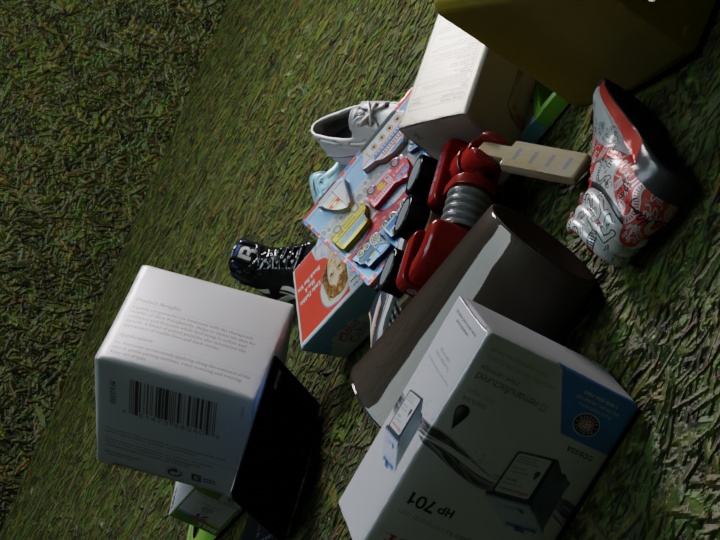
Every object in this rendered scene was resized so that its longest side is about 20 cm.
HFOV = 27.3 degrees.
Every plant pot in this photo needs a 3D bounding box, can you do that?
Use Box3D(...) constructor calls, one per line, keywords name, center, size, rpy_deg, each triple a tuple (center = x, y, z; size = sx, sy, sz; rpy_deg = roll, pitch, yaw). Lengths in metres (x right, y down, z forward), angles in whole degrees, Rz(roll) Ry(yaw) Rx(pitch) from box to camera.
Box3D(name="plant pot", center=(0.222, -0.280, 1.341), size=(0.176, 0.199, 0.201), rpy_deg=(10, 74, 60))

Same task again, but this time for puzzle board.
Box3D(name="puzzle board", center=(0.034, -0.096, 1.638), size=(0.200, 0.017, 0.151), rpy_deg=(-50, 46, 3))

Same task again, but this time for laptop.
Box3D(name="laptop", center=(-0.121, 0.224, 1.732), size=(0.200, 0.103, 0.178), rpy_deg=(-36, 32, 56))

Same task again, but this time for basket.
Box3D(name="basket", center=(0.102, 0.054, 1.297), size=(0.200, 0.136, 0.180), rpy_deg=(-55, 21, 14))

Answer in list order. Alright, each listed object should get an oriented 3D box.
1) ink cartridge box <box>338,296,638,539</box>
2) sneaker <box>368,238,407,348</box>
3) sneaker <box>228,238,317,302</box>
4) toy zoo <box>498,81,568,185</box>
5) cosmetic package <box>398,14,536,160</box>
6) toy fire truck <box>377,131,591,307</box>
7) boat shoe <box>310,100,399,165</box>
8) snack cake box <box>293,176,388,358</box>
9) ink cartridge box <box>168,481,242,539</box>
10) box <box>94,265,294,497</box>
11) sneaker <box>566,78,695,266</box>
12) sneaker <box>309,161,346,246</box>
Box3D(name="ink cartridge box", center=(0.096, 0.144, 1.150), size=(0.201, 0.146, 0.086), rpy_deg=(-61, 20, 10))
Box3D(name="sneaker", center=(0.058, 0.017, 1.554), size=(0.201, 0.078, 0.079), rpy_deg=(-65, 5, -25))
Box3D(name="sneaker", center=(-0.120, -0.008, 2.039), size=(0.200, 0.112, 0.073), rpy_deg=(-29, 39, 61))
Box3D(name="toy zoo", center=(0.160, -0.154, 1.595), size=(0.200, 0.020, 0.132), rpy_deg=(-51, 21, 33))
Box3D(name="cosmetic package", center=(0.128, -0.217, 1.563), size=(0.103, 0.087, 0.201), rpy_deg=(-5, 56, 47))
Box3D(name="toy fire truck", center=(0.120, -0.056, 1.448), size=(0.200, 0.128, 0.177), rpy_deg=(129, 161, -62))
Box3D(name="boat shoe", center=(0.013, -0.176, 1.837), size=(0.200, 0.065, 0.074), rpy_deg=(-14, 49, 47))
Box3D(name="snack cake box", center=(0.000, 0.000, 1.717), size=(0.200, 0.067, 0.115), rpy_deg=(-47, 41, 42))
Box3D(name="ink cartridge box", center=(-0.209, 0.279, 1.946), size=(0.200, 0.076, 0.148), rpy_deg=(-48, 23, 37))
Box3D(name="box", center=(-0.202, 0.136, 1.797), size=(0.172, 0.198, 0.201), rpy_deg=(-71, -7, -45))
Box3D(name="sneaker", center=(0.213, -0.083, 1.270), size=(0.108, 0.067, 0.202), rpy_deg=(-53, 23, 22))
Box3D(name="sneaker", center=(-0.036, -0.085, 1.932), size=(0.074, 0.082, 0.201), rpy_deg=(96, -165, -63))
